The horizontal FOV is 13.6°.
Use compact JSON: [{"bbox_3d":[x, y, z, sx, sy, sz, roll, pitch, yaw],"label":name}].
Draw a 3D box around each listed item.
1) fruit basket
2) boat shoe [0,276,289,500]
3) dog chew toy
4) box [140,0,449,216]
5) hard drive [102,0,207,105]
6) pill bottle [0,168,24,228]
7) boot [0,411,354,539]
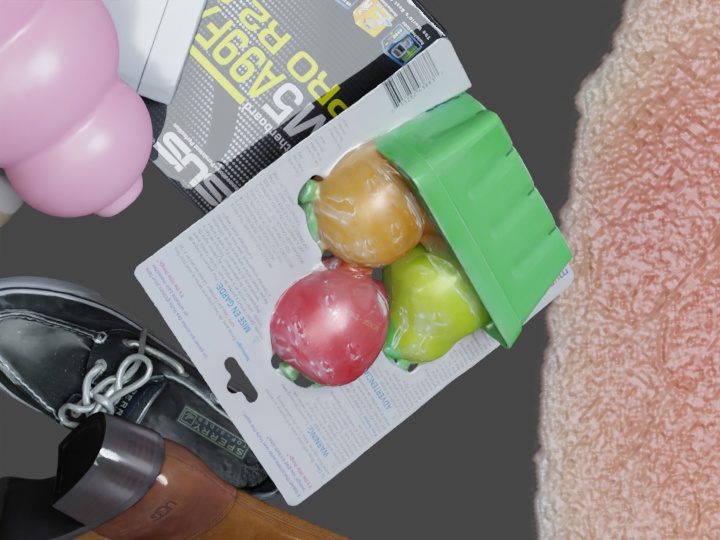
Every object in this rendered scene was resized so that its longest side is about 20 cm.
[{"bbox_3d":[0.000,0.000,1.560,0.200,0.094,0.186,-35,127,-3],"label":"fruit basket"},{"bbox_3d":[-0.127,0.068,1.608,0.199,0.068,0.074,33,98,-5],"label":"boat shoe"},{"bbox_3d":[-0.177,-0.109,1.485,0.124,0.125,0.200,-35,109,6],"label":"dog chew toy"},{"bbox_3d":[-0.076,-0.138,1.585,0.160,0.044,0.200,-43,97,6],"label":"box"},{"bbox_3d":[-0.169,-0.180,1.537,0.199,0.027,0.133,20,104,-3],"label":"hard drive"},{"bbox_3d":[-0.279,-0.009,1.571,0.116,0.116,0.200,44,97,-7],"label":"pill bottle"},{"bbox_3d":[-0.102,0.162,1.624,0.199,0.069,0.188,29,129,-25],"label":"boot"}]
